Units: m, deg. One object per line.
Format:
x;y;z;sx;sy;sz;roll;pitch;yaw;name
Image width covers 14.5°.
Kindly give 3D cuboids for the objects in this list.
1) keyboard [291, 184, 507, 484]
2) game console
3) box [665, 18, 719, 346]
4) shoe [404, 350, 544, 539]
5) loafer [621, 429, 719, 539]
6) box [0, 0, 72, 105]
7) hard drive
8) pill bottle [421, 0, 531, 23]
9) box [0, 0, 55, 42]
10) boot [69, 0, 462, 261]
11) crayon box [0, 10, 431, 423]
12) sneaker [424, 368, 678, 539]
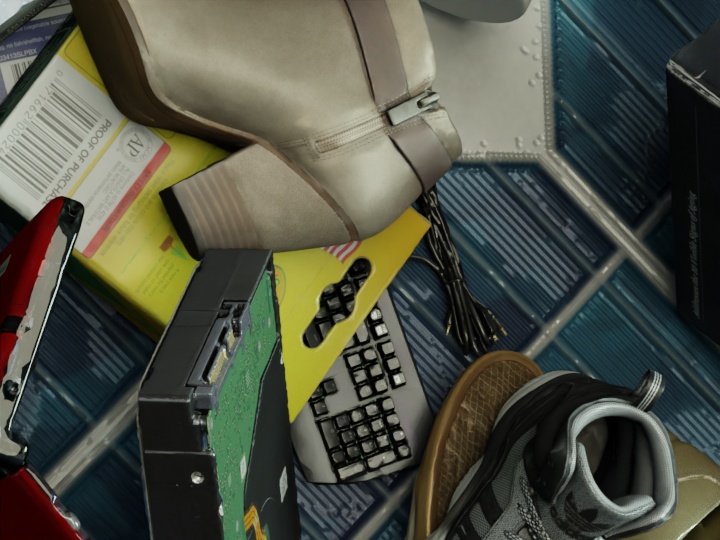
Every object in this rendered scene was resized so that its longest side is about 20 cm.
0.000;0.000;1.414;0.127;0.021;0.201;-19;87;-18;keyboard
-0.127;0.078;1.267;0.118;0.200;0.173;21;76;-12;game console
0.257;-0.018;1.360;0.124;0.200;0.196;-39;57;-21;box
0.048;0.136;1.389;0.070;0.053;0.201;18;74;-18;shoe
0.131;0.171;1.385;0.067;0.076;0.201;13;71;32;loafer
-0.197;-0.162;1.376;0.121;0.032;0.201;-13;87;-18;box
-0.061;0.108;1.274;0.038;0.140;0.201;1;119;10;hard drive
0.081;-0.233;1.428;0.114;0.114;0.201;27;74;-10;pill bottle
-0.237;-0.182;1.327;0.137;0.040;0.200;-37;89;-6;box
-0.042;-0.103;1.310;0.146;0.070;0.201;-26;105;-17;boot
-0.080;-0.034;1.357;0.200;0.051;0.127;40;77;-14;crayon box
0.080;0.129;1.311;0.075;0.114;0.201;32;70;-13;sneaker
